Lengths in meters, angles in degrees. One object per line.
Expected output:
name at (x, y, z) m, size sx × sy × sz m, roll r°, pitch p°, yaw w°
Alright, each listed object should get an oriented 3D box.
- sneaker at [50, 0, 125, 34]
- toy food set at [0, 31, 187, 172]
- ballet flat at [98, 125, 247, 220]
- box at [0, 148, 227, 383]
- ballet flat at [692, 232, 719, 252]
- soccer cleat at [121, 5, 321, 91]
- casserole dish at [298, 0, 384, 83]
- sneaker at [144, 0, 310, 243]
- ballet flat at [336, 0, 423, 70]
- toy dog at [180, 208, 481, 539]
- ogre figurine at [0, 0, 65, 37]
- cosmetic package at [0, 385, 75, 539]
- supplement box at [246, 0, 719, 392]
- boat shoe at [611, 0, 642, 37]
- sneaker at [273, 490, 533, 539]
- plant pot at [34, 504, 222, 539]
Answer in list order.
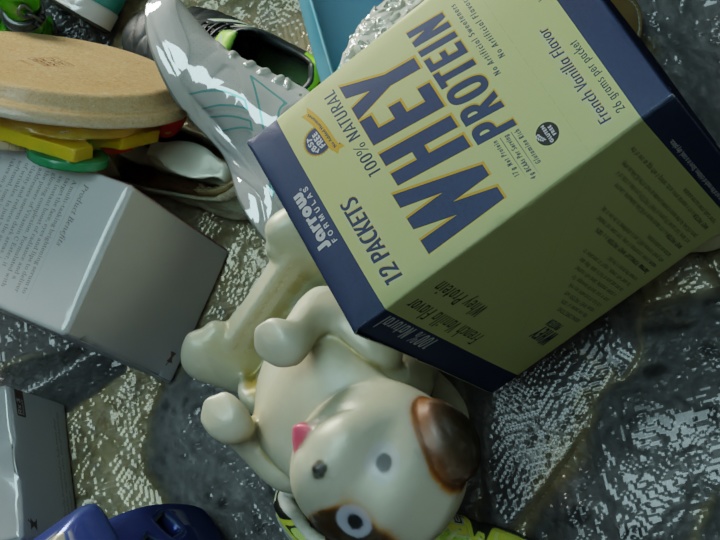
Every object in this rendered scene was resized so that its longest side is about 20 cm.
sneaker at (-0.242, -0.283, 1.188) m, size 0.200 × 0.084 × 0.121 m, roll 34°, pitch 94°, yaw 18°
toy food set at (-0.216, -0.121, 1.044) m, size 0.199 × 0.198 × 0.049 m, roll 19°, pitch 110°, yaw 22°
ballet flat at (-0.150, -0.087, 1.107) m, size 0.199 × 0.062 × 0.068 m, roll 14°, pitch 82°, yaw 25°
box at (-0.222, -0.017, 1.065) m, size 0.199 × 0.152 × 0.107 m, roll 20°, pitch 82°, yaw 24°
ballet flat at (0.147, -0.038, 0.975) m, size 0.199 × 0.069 × 0.070 m, roll -10°, pitch 71°, yaw 19°
soccer cleat at (-0.096, -0.156, 1.096) m, size 0.200 × 0.081 × 0.068 m, roll 22°, pitch 83°, yaw 25°
casserole dish at (0.017, -0.154, 1.045) m, size 0.039 × 0.121 × 0.201 m, roll -47°, pitch 53°, yaw 51°
sneaker at (-0.071, -0.107, 1.017) m, size 0.080 × 0.070 × 0.201 m, roll -35°, pitch 85°, yaw 9°
ballet flat at (0.061, -0.166, 0.996) m, size 0.072 × 0.072 × 0.200 m, roll 26°, pitch 53°, yaw 26°
toy dog at (-0.007, 0.090, 0.908) m, size 0.140 × 0.194 × 0.200 m, roll -45°, pitch 30°, yaw 12°
ogre figurine at (-0.313, -0.189, 1.170) m, size 0.199 × 0.120 × 0.098 m, roll -22°, pitch 72°, yaw 16°
cosmetic package at (-0.308, 0.163, 1.086) m, size 0.199 × 0.081 × 0.113 m, roll -14°, pitch 70°, yaw 16°
supplement box at (0.085, -0.054, 0.860) m, size 0.200 × 0.200 × 0.134 m, roll -37°, pitch 63°, yaw 14°
boat shoe at (0.121, -0.146, 0.952) m, size 0.076 × 0.200 × 0.072 m, roll -11°, pitch 98°, yaw 50°
sneaker at (0.032, 0.179, 0.950) m, size 0.199 × 0.076 × 0.076 m, roll 12°, pitch 77°, yaw 23°
plant pot at (-0.164, 0.266, 0.935) m, size 0.200 × 0.180 × 0.200 m, roll -37°, pitch 66°, yaw 7°
